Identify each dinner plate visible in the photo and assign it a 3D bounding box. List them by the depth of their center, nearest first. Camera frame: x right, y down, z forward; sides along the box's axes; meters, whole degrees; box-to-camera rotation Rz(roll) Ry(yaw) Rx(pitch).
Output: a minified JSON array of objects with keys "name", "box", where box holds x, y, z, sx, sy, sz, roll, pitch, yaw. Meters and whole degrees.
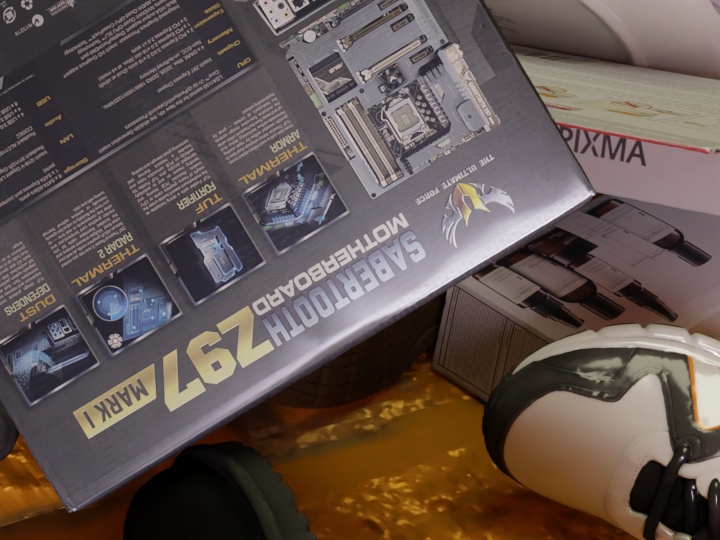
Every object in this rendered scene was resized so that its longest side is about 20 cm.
[{"name":"dinner plate","box":[0.062,-0.112,1.112,0.200,0.200,0.024,20,70,13]}]

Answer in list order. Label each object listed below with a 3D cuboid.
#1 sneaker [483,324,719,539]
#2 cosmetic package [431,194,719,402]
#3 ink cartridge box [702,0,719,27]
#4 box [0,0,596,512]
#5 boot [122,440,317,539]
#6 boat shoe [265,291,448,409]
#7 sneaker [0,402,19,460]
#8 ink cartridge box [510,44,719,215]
[{"name":"sneaker","box":[0.139,0.079,0.917,0.200,0.074,0.080,14,36,5]},{"name":"cosmetic package","box":[0.126,0.004,1.054,0.083,0.051,0.200,33,40,28]},{"name":"ink cartridge box","box":[0.118,-0.132,1.098,0.200,0.160,0.047,0,59,47]},{"name":"box","box":[-0.048,-0.039,0.840,0.200,0.158,0.051,-32,0,3]},{"name":"boot","box":[-0.084,0.132,0.782,0.158,0.080,0.211,-1,37,-18]},{"name":"boat shoe","box":[0.000,0.000,1.014,0.064,0.071,0.200,27,27,30]},{"name":"sneaker","box":[-0.148,-0.002,0.965,0.080,0.074,0.200,-2,37,-22]},{"name":"ink cartridge box","box":[0.085,-0.052,1.005,0.200,0.044,0.174,13,15,32]}]
